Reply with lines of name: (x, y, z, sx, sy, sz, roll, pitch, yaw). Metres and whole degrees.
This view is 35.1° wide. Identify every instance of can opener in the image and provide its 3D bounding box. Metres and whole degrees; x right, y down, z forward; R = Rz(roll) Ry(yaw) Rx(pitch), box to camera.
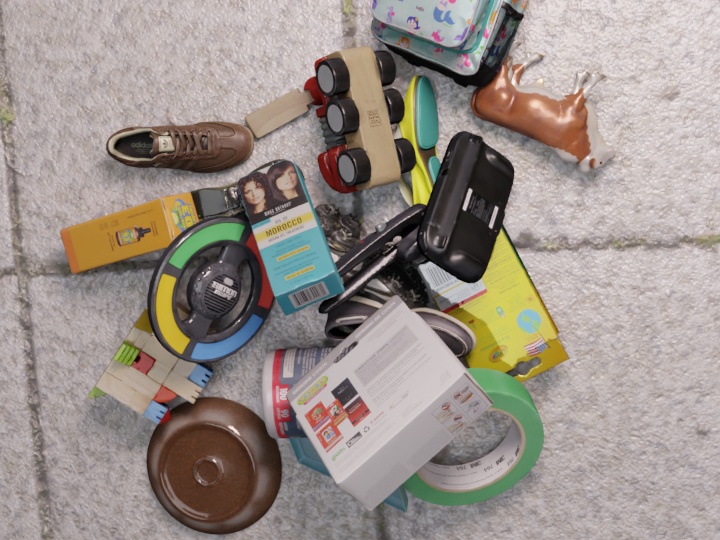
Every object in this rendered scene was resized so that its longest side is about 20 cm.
can opener: (0.017, -0.018, 1.444, 0.200, 0.079, 0.064, -32, 94, -9)

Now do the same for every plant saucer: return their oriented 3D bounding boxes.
plant saucer: (-0.211, 0.280, 1.602, 0.200, 0.037, 0.201, 1, 96, 10)
plant saucer: (-0.017, 0.260, 1.516, 0.200, 0.019, 0.070, 17, 137, 40)

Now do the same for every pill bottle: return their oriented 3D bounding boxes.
pill bottle: (-0.024, 0.160, 1.511, 0.199, 0.120, 0.120, -3, 96, 6)

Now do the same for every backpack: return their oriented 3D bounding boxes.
backpack: (0.117, -0.352, 1.416, 0.177, 0.151, 0.200, 28, 93, 23)

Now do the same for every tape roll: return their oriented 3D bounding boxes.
tape roll: (0.136, 0.218, 1.478, 0.200, 0.048, 0.201, -6, 126, -8)

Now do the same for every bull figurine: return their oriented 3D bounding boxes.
bull figurine: (0.243, -0.208, 1.454, 0.200, 0.065, 0.122, 23, 97, 5)

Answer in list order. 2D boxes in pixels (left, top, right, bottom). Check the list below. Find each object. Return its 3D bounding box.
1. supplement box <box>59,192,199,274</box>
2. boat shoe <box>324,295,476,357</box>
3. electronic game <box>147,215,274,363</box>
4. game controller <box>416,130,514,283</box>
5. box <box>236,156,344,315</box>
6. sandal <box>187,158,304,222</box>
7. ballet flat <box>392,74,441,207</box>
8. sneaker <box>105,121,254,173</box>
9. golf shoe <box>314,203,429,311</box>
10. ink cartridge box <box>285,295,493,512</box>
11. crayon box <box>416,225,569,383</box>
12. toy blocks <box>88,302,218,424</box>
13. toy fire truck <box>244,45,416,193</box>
supplement box: (-0.309, -0.049, 1.531, 0.200, 0.069, 0.067, -12, 94, 35)
boat shoe: (0.048, 0.087, 1.480, 0.199, 0.063, 0.073, 13, 130, 14)
electronic game: (-0.191, 0.026, 1.494, 0.042, 0.200, 0.201, 23, 103, 45)
game controller: (0.136, -0.082, 1.438, 0.104, 0.200, 0.042, 37, 146, -26)
box: (-0.090, -0.046, 1.437, 0.082, 0.049, 0.200, -23, 54, 1)
sandal: (-0.167, -0.086, 1.544, 0.200, 0.057, 0.080, -21, 88, 0)
ballet flat: (0.073, -0.152, 1.493, 0.067, 0.067, 0.201, -9, 97, 30)
sneaker: (-0.245, -0.163, 1.535, 0.199, 0.076, 0.071, -3, 97, 11)
golf shoe: (0.000, 0.000, 1.524, 0.200, 0.078, 0.095, 40, 125, 0)
ink cartridge box: (0.030, 0.157, 1.393, 0.200, 0.176, 0.084, -41, 132, 3)
crayon box: (0.175, 0.052, 1.502, 0.127, 0.051, 0.200, -27, 91, 12)
toy blocks: (-0.265, 0.128, 1.572, 0.137, 0.100, 0.200, 33, 92, -9)
toy fire truck: (-0.045, -0.186, 1.493, 0.128, 0.200, 0.177, -17, 96, -30)
